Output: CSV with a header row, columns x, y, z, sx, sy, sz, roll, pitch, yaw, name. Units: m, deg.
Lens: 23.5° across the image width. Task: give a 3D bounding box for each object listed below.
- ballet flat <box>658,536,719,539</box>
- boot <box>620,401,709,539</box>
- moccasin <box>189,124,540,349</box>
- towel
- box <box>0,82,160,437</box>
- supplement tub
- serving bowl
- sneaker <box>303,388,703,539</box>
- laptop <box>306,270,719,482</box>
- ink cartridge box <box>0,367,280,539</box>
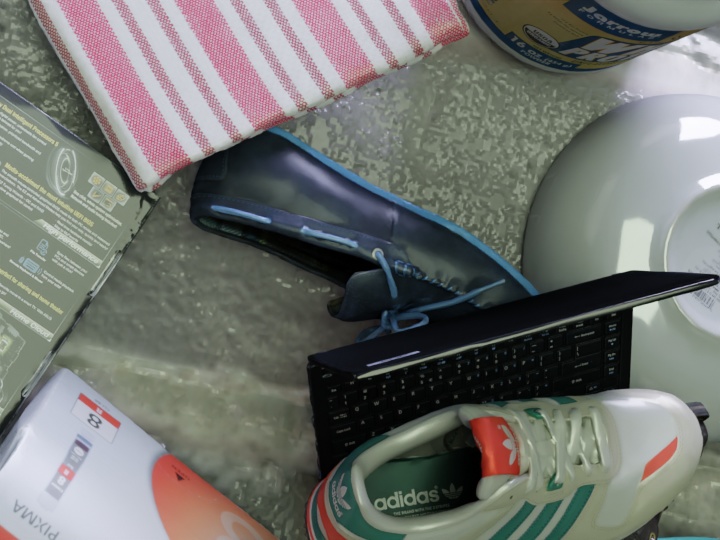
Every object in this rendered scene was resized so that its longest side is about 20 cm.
x,y,z,sx,sy,sz,roll,pitch,yaw,name
0.125,0.174,0.925,0.198,0.068,0.068,3,49,-15,ballet flat
0.143,0.180,0.863,0.200,0.069,0.174,-36,80,-21,boot
0.000,0.000,0.906,0.199,0.081,0.068,27,63,-1,moccasin
-0.061,-0.139,0.898,0.199,0.030,0.147,-27,74,-13,towel
-0.225,-0.027,0.857,0.199,0.044,0.161,35,78,-11,box
0.139,-0.186,0.888,0.143,0.200,0.146,1,87,-15,supplement tub
0.193,-0.002,0.963,0.198,0.066,0.202,1,87,-15,serving bowl
0.074,0.093,0.795,0.198,0.093,0.071,-11,71,-12,sneaker
0.071,0.071,0.847,0.176,0.104,0.201,-14,130,-11,laptop
-0.108,0.141,0.803,0.162,0.200,0.050,40,102,-10,ink cartridge box
